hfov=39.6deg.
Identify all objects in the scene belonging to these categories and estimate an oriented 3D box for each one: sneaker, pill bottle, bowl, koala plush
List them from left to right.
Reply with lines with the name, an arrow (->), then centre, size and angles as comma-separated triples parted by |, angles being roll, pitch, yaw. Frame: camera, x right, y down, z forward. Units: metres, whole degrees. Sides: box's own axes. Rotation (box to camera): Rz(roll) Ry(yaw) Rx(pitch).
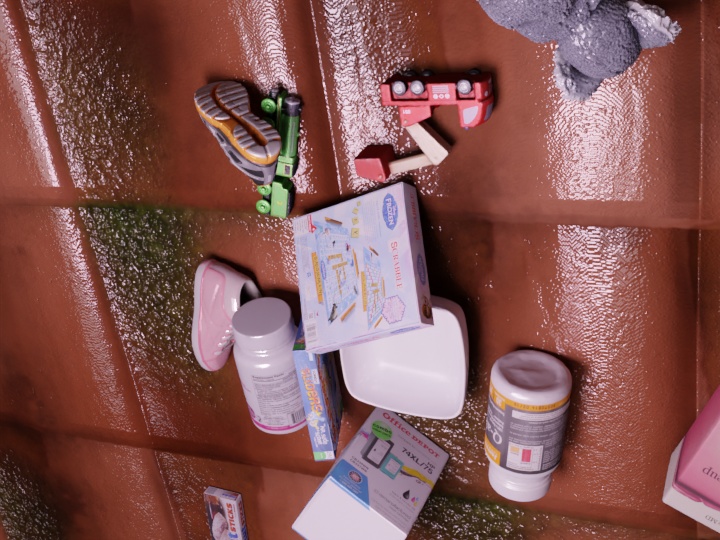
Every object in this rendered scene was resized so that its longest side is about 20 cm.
sneaker -> -0.212, 0.086, 1.616 | 0.104, 0.075, 0.202 | 17, 120, 24
sneaker -> -0.176, -0.195, 1.404 | 0.201, 0.078, 0.078 | 54, 156, 35
pill bottle -> -0.137, 0.149, 1.575 | 0.112, 0.114, 0.202 | 8, 129, 23
bowl -> 0.072, 0.113, 1.488 | 0.198, 0.075, 0.202 | 9, 120, 22
pill bottle -> 0.238, 0.226, 1.442 | 0.115, 0.116, 0.202 | 13, 122, 20
koala plush -> 0.243, -0.293, 1.122 | 0.177, 0.185, 0.200 | -31, 113, 37

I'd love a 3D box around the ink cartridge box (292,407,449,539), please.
ink cartridge box -> 0.019, 0.345, 1.569 | 0.146, 0.200, 0.147 | 36, 126, 4

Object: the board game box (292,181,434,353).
board game box -> 0.000, 0.000, 1.413 | 0.198, 0.041, 0.203 | -15, 74, 33

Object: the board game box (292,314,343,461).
board game box -> -0.064, 0.173, 1.551 | 0.034, 0.136, 0.202 | -5, 118, 8

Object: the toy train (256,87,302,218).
toy train -> -0.117, -0.166, 1.448 | 0.056, 0.042, 0.202 | 13, 123, 8

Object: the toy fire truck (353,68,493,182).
toy fire truck -> 0.083, -0.190, 1.324 | 0.198, 0.049, 0.143 | 4, 119, 24

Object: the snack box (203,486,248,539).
snack box -> -0.251, 0.503, 1.908 | 0.071, 0.024, 0.202 | 7, 120, 22

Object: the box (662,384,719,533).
box -> 0.504, 0.239, 1.317 | 0.127, 0.109, 0.201 | 27, 126, 10
